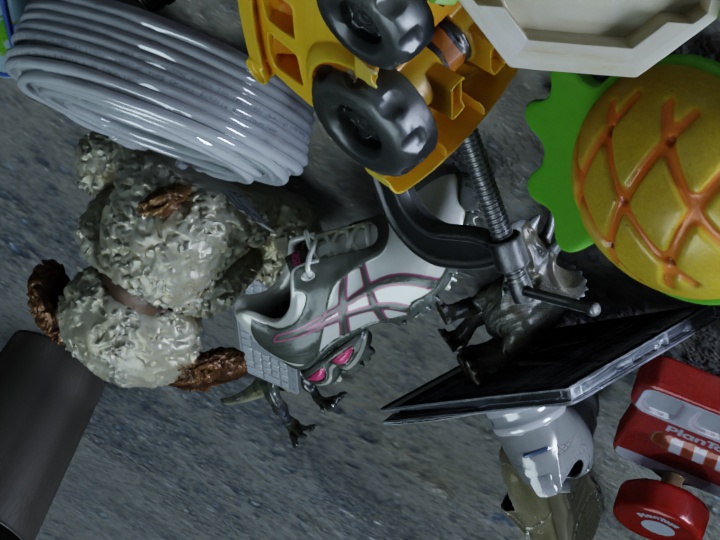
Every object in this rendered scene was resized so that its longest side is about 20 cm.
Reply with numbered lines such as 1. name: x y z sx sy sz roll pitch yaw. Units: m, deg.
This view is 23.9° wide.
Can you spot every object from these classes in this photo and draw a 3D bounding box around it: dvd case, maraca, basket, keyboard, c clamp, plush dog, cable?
1. dvd case: 0.126 0.066 1.167 0.200 0.149 0.016 -12 101 53
2. maraca: 0.163 -0.053 0.936 0.200 0.107 0.137 17 114 49
3. basket: -0.361 0.176 1.759 0.180 0.200 0.136 -6 139 48
4. keyboard: -0.079 0.027 1.380 0.056 0.011 0.200 17 140 18
5. c clamp: 0.056 -0.067 1.023 0.171 0.027 0.200 2 121 56
6. plush dog: -0.146 0.006 1.217 0.200 0.172 0.160 25 -163 3
7. cable: -0.121 -0.112 1.066 0.200 0.069 0.200 18 176 39

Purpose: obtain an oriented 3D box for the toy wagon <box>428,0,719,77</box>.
1. toy wagon: 0.114 -0.181 0.743 0.155 0.040 0.200 3 120 -13

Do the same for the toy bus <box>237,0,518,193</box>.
1. toy bus: -0.007 -0.169 0.880 0.192 0.136 0.200 36 157 21

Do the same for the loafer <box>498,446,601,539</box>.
1. loafer: 0.161 0.197 1.455 0.067 0.076 0.200 16 143 24

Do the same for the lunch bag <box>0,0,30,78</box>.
1. lunch bag: -0.294 -0.213 1.100 0.200 0.083 0.161 23 153 8

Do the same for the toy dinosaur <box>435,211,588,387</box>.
1. toy dinosaur: 0.107 0.029 1.169 0.077 0.102 0.200 63 177 15

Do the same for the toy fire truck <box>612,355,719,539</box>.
1. toy fire truck: 0.271 0.132 1.164 0.200 0.112 0.168 23 158 6

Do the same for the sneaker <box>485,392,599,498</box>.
1. sneaker: 0.134 0.122 1.237 0.075 0.082 0.200 -16 176 19

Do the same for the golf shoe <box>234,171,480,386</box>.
1. golf shoe: 0.000 0.000 1.141 0.088 0.077 0.200 30 122 -25

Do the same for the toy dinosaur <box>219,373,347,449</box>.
1. toy dinosaur: -0.067 0.105 1.516 0.088 0.047 0.200 44 150 5

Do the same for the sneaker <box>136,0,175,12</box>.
1. sneaker: -0.140 -0.235 0.949 0.087 0.076 0.200 32 155 26
